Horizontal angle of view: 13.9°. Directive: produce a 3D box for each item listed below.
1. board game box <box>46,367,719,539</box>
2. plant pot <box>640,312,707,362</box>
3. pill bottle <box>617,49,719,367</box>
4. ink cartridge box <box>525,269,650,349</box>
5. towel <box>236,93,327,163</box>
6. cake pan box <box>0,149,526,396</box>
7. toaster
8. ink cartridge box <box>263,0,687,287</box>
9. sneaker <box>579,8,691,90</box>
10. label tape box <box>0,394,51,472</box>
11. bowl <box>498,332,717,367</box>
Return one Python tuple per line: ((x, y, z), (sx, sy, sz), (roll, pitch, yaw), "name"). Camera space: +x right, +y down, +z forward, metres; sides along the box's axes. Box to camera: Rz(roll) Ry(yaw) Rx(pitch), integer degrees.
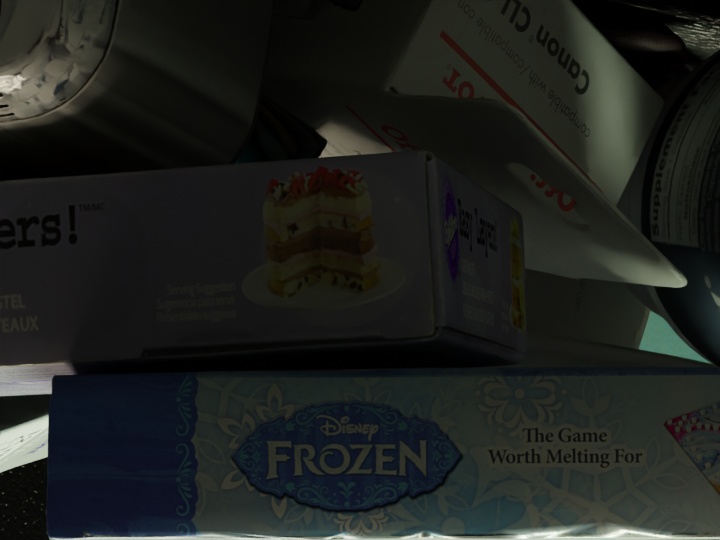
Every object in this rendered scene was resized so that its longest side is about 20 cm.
((0.032, 0.048, 0.769), (0.199, 0.043, 0.200), (0, 176, 2), "board game box")
((0.137, 0.024, 1.267), (0.141, 0.200, 0.141), (12, 179, -10), "plant pot")
((0.153, -0.017, 0.912), (0.120, 0.120, 0.200), (13, 179, -18), "pill bottle")
((0.000, 0.000, 1.084), (0.200, 0.084, 0.146), (16, 163, -3), "ink cartridge box")
((-0.109, -0.070, 0.911), (0.200, 0.022, 0.147), (35, 161, -1), "towel")
((-0.062, 0.006, 0.785), (0.200, 0.052, 0.184), (-4, 174, 11), "cake pan box")
((-0.108, -0.079, 0.758), (0.200, 0.114, 0.129), (6, 176, 17), "toaster")
((0.010, -0.060, 0.909), (0.200, 0.068, 0.116), (13, 161, 42), "ink cartridge box")
((0.105, -0.050, 1.082), (0.200, 0.076, 0.115), (14, 176, -40), "sneaker")
((-0.149, -0.002, 0.976), (0.066, 0.143, 0.200), (-34, 173, 27), "label tape box")
((0.050, 0.084, 0.932), (0.200, 0.075, 0.200), (8, -149, 6), "bowl")
